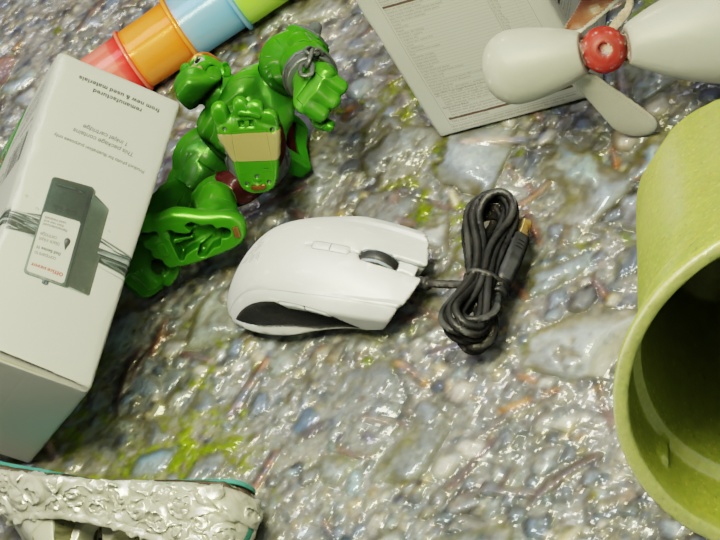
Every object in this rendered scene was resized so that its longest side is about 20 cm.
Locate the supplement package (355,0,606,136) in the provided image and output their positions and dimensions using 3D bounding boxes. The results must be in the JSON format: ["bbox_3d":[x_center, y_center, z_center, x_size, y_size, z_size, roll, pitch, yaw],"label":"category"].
[{"bbox_3d":[0.060,-0.196,1.701,0.113,0.200,0.110,-13,45,22],"label":"supplement package"}]

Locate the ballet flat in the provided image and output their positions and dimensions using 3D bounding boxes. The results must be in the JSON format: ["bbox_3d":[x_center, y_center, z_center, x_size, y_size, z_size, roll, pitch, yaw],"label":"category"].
[{"bbox_3d":[-0.146,0.144,1.621,0.199,0.072,0.072,2,53,35],"label":"ballet flat"}]

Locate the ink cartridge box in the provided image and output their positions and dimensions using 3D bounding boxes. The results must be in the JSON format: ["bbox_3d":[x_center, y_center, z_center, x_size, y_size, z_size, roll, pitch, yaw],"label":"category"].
[{"bbox_3d":[-0.189,-0.004,1.706,0.147,0.083,0.201,135,154,-60],"label":"ink cartridge box"}]

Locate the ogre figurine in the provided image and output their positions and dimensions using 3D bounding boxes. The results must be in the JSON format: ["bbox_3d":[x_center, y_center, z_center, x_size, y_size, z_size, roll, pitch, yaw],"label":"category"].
[{"bbox_3d":[-0.075,-0.076,1.752,0.098,0.201,0.120,19,33,-6],"label":"ogre figurine"}]

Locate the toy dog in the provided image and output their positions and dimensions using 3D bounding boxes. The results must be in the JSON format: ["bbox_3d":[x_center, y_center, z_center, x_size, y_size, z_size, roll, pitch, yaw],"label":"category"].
[{"bbox_3d":[0.177,-0.138,1.644,0.199,0.133,0.096,13,10,6],"label":"toy dog"}]

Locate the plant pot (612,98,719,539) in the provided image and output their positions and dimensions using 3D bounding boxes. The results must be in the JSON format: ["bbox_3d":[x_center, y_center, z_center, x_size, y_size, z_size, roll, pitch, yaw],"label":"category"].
[{"bbox_3d":[0.213,0.009,1.437,0.200,0.201,0.185,-25,31,11],"label":"plant pot"}]

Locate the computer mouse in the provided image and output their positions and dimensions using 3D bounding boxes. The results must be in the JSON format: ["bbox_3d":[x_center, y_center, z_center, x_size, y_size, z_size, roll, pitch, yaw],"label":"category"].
[{"bbox_3d":[0.000,0.000,1.663,0.199,0.044,0.110,-3,50,31],"label":"computer mouse"}]

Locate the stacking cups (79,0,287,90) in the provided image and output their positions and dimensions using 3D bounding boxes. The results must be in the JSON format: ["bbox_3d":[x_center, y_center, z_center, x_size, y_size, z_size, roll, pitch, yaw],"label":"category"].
[{"bbox_3d":[-0.101,-0.170,1.892,0.200,0.061,0.061,-35,41,2],"label":"stacking cups"}]
